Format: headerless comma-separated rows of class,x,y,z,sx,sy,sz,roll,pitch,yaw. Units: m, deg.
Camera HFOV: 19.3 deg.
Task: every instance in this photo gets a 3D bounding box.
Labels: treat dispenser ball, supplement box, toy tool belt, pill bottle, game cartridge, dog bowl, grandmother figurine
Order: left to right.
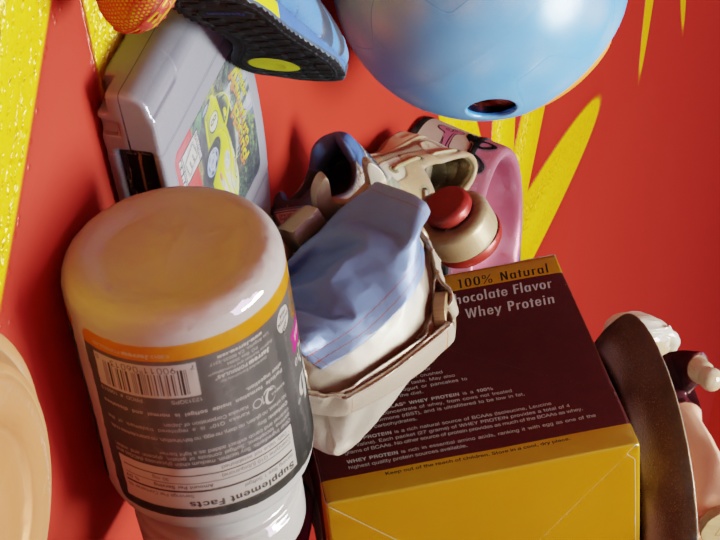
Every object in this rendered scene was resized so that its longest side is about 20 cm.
game cartridge,-0.094,-0.064,1.190,0.200,0.041,0.133,81,20,-44
pill bottle,-0.086,0.063,1.124,0.116,0.116,0.200,-66,157,-44
toy tool belt,0.000,0.000,1.248,0.200,0.125,0.123,-51,133,-21
supplement box,0.061,0.115,1.383,0.200,0.197,0.133,-108,-170,-52
dog bowl,0.077,-0.021,1.709,0.200,0.074,0.200,8,90,-73
treat dispenser ball,0.081,-0.200,1.418,0.201,0.201,0.201,7,90,-73
grandmother figurine,0.211,0.104,1.431,0.121,0.060,0.200,-58,-145,34

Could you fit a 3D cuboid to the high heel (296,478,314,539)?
high heel,-0.064,0.195,1.331,0.200,0.067,0.096,81,12,-52

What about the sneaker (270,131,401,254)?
sneaker,-0.036,-0.008,1.362,0.085,0.077,0.200,60,37,-41

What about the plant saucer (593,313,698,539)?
plant saucer,0.178,0.129,1.398,0.200,0.032,0.201,173,-90,-82

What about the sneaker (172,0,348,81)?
sneaker,-0.048,-0.154,1.134,0.200,0.066,0.079,37,57,-70

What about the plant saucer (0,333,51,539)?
plant saucer,-0.188,0.123,0.960,0.200,0.032,0.201,7,90,-73

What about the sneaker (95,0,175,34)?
sneaker,-0.117,-0.215,1.022,0.077,0.073,0.200,-5,99,-51

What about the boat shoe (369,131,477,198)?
boat shoe,0.028,-0.050,1.534,0.200,0.065,0.072,-41,137,-59
